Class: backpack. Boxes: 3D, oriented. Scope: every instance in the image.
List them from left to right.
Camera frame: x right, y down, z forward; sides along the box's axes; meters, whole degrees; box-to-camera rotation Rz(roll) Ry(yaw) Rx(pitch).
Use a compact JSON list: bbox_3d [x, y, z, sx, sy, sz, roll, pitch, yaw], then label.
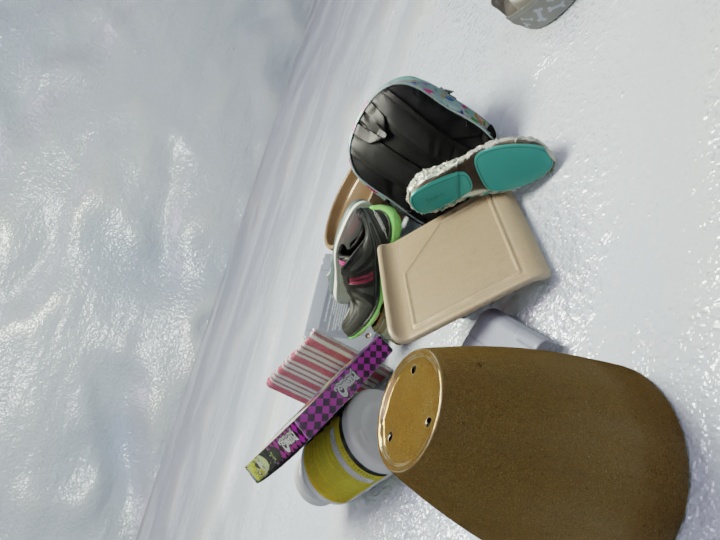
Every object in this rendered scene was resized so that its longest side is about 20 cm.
[{"bbox_3d":[0.085,-0.183,0.864,0.179,0.197,0.151,-58,8,27],"label":"backpack"}]

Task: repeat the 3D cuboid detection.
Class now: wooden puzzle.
[{"bbox_3d":[0.120,-0.009,0.731,0.196,0.037,0.187,-25,38,15],"label":"wooden puzzle"}]

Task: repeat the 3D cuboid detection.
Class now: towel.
[{"bbox_3d":[-0.057,0.170,0.959,0.200,0.144,0.030,-47,21,44],"label":"towel"}]

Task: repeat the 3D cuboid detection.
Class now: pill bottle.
[{"bbox_3d":[-0.018,0.259,0.824,0.201,0.109,0.113,-50,28,41],"label":"pill bottle"}]

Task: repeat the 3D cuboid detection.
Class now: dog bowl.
[{"bbox_3d":[0.272,-0.446,0.841,0.201,0.058,0.203,-52,26,39],"label":"dog bowl"}]

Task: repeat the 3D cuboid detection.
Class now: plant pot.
[{"bbox_3d":[0.021,-0.112,1.038,0.202,0.091,0.203,-52,23,32],"label":"plant pot"},{"bbox_3d":[0.118,0.139,0.477,0.187,0.196,0.189,-52,25,38],"label":"plant pot"}]

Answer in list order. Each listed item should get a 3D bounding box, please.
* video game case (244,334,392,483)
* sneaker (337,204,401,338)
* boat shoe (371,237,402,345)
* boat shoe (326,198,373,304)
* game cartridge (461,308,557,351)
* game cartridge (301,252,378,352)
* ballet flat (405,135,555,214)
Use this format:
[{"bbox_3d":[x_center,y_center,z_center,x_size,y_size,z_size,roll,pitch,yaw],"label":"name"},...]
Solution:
[{"bbox_3d":[-0.058,0.194,0.822,0.199,0.036,0.182,-39,-7,-45],"label":"video game case"},{"bbox_3d":[0.000,0.000,0.865,0.077,0.082,0.205,-123,46,-74],"label":"sneaker"},{"bbox_3d":[0.051,0.020,0.941,0.073,0.062,0.203,-45,31,38],"label":"boat shoe"},{"bbox_3d":[-0.022,-0.036,0.926,0.062,0.071,0.203,56,149,38],"label":"boat shoe"},{"bbox_3d":[0.135,0.149,0.654,0.204,0.040,0.133,-67,17,4],"label":"game cartridge"},{"bbox_3d":[-0.019,0.062,0.998,0.041,0.130,0.204,67,-150,-54],"label":"game cartridge"},{"bbox_3d":[0.148,-0.132,0.755,0.196,0.072,0.073,-15,49,25],"label":"ballet flat"}]
